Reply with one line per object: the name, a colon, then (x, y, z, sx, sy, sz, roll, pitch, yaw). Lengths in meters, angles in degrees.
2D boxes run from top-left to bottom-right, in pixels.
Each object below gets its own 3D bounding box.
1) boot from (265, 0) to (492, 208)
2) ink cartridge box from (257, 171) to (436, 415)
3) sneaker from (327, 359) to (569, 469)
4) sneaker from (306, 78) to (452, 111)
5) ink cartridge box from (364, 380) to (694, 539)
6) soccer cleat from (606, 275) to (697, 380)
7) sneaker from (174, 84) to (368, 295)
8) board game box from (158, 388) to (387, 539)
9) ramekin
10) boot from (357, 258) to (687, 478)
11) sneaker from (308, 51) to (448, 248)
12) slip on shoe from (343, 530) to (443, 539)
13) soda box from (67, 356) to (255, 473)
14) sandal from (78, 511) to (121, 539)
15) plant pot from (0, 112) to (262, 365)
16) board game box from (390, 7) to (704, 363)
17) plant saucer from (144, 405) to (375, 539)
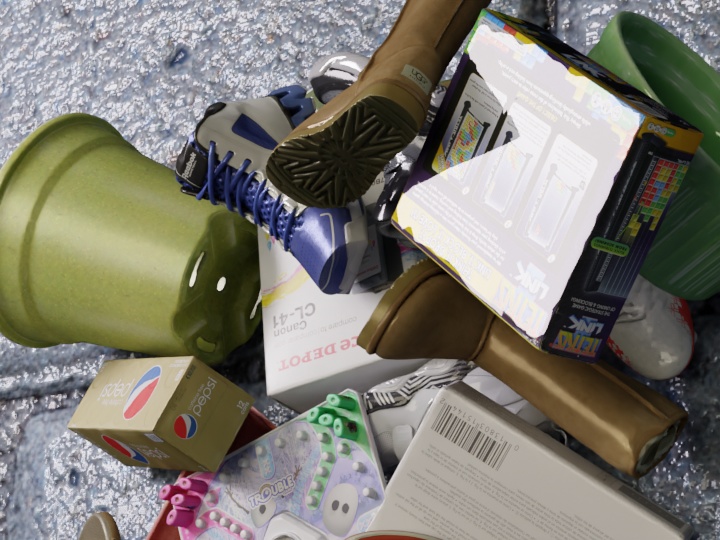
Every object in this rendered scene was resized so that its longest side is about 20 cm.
boot: (0.029, -0.148, 1.585, 0.175, 0.066, 0.201, -27, 27, 48)
ink cartridge box: (0.000, 0.000, 1.728, 0.147, 0.086, 0.201, -19, 60, 27)
sneaker: (0.064, 0.131, 1.638, 0.199, 0.075, 0.116, -29, 55, 19)
sneaker: (0.009, -0.138, 1.785, 0.199, 0.067, 0.091, -19, 64, 29)
ink cartridge box: (0.104, 0.204, 1.552, 0.199, 0.045, 0.177, 32, 102, 14)
soccer cleat: (0.179, -0.008, 1.605, 0.068, 0.085, 0.201, -34, 56, 20)
sneaker: (-0.076, -0.060, 1.667, 0.081, 0.114, 0.200, 109, 148, -40)
board game box: (-0.057, 0.217, 1.654, 0.199, 0.026, 0.201, -30, 64, 31)
ramekin: (0.214, -0.075, 1.541, 0.098, 0.199, 0.201, -44, 53, 22)
boot: (0.115, 0.070, 1.518, 0.200, 0.175, 0.066, 37, 116, 17)
sneaker: (0.024, -0.086, 1.650, 0.199, 0.075, 0.114, 24, 83, 31)
slip on shoe: (0.066, 0.233, 1.511, 0.199, 0.061, 0.075, 23, 101, 17)
soda box: (-0.160, 0.113, 1.750, 0.068, 0.064, 0.200, -61, 22, -16)
sandal: (-0.249, 0.287, 1.794, 0.201, 0.054, 0.080, -60, 40, 13)
plant pot: (-0.177, -0.009, 1.798, 0.183, 0.200, 0.202, 18, 83, 30)
board game box: (0.118, -0.059, 1.457, 0.200, 0.056, 0.166, 43, 115, 51)
plant saucer: (-0.079, 0.227, 1.714, 0.199, 0.037, 0.201, 37, 102, 39)
